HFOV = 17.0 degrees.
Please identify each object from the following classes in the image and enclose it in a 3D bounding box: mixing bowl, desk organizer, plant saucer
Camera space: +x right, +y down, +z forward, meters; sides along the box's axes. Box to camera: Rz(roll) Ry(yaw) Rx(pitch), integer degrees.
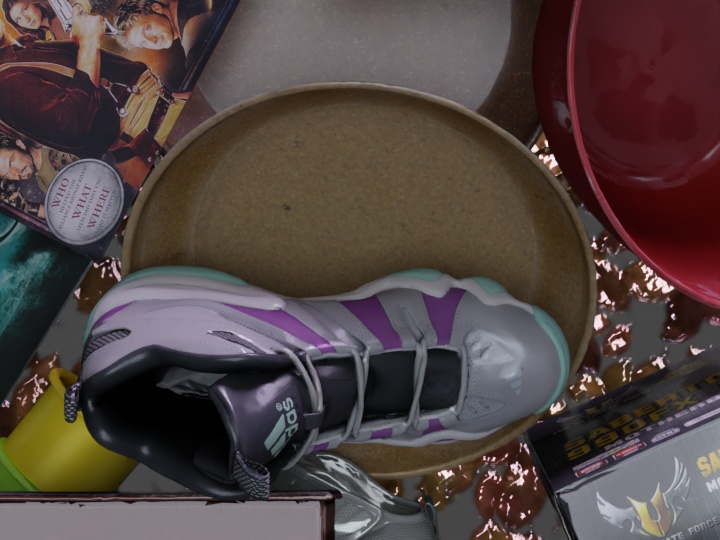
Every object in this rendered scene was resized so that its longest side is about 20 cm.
[{"bbox_3d":[0.146,-0.086,0.994,0.200,0.108,0.200,-3,96,-25],"label":"mixing bowl"},{"bbox_3d":[-0.109,0.128,0.977,0.200,0.072,0.077,-1,85,3],"label":"desk organizer"},{"bbox_3d":[-0.007,-0.113,1.045,0.200,0.037,0.201,0,93,0],"label":"plant saucer"},{"bbox_3d":[0.000,0.000,1.020,0.200,0.035,0.200,2,123,4],"label":"plant saucer"}]

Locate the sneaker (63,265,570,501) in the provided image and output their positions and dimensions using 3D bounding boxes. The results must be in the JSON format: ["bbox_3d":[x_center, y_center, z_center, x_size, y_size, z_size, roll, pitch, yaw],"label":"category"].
[{"bbox_3d":[-0.018,0.054,0.946,0.200,0.140,0.078,0,109,5],"label":"sneaker"}]

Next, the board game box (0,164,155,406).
[{"bbox_3d":[-0.192,0.008,1.017,0.135,0.028,0.200,29,97,-39],"label":"board game box"}]

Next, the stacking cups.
[{"bbox_3d":[-0.174,0.136,1.048,0.061,0.061,0.200,40,93,-2],"label":"stacking cups"}]

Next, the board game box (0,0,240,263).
[{"bbox_3d":[-0.115,-0.120,0.967,0.135,0.035,0.200,29,88,-37],"label":"board game box"}]

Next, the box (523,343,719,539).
[{"bbox_3d":[0.171,0.058,0.993,0.200,0.158,0.048,-24,95,2],"label":"box"}]

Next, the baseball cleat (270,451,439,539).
[{"bbox_3d":[-0.065,0.128,1.044,0.200,0.070,0.107,-5,102,-10],"label":"baseball cleat"}]
